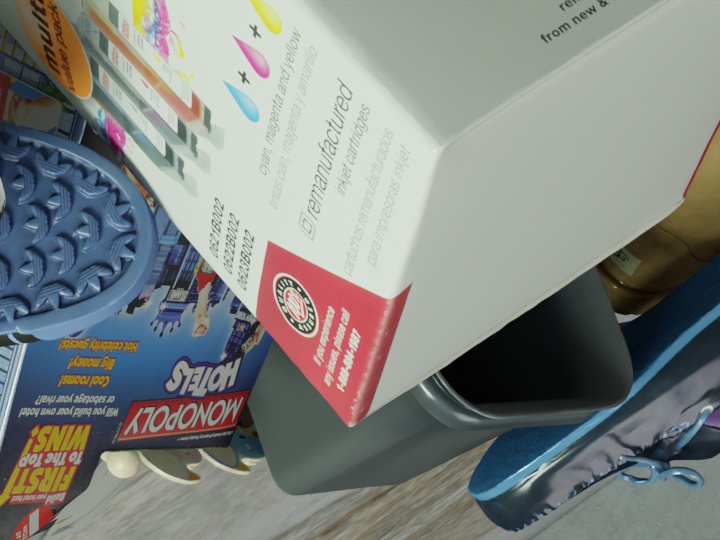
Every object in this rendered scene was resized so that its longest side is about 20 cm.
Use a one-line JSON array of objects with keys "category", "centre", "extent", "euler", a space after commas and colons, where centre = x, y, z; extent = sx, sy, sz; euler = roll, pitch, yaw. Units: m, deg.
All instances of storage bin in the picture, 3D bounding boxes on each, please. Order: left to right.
[{"category": "storage bin", "centre": [0.000, 0.000, 1.078], "extent": [0.145, 0.201, 0.134], "euler": [-2, 153, -45]}]

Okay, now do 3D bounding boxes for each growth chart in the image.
[{"category": "growth chart", "centre": [-0.096, 0.051, 1.114], "extent": [0.200, 0.144, 0.018], "euler": [-6, 120, -62]}]

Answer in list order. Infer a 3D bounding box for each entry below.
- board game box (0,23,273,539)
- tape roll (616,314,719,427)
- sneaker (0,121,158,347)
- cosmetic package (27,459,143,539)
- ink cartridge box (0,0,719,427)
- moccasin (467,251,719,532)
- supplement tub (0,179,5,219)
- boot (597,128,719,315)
[{"category": "board game box", "centre": [-0.100, 0.010, 0.919], "extent": [0.200, 0.062, 0.200], "euler": [7, 110, -63]}, {"category": "tape roll", "centre": [0.170, 0.044, 1.237], "extent": [0.199, 0.066, 0.200], "euler": [-14, -178, 1]}, {"category": "sneaker", "centre": [-0.152, -0.005, 0.770], "extent": [0.199, 0.070, 0.078], "euler": [0, 170, 11]}, {"category": "cosmetic package", "centre": [-0.169, 0.090, 1.220], "extent": [0.200, 0.052, 0.151], "euler": [-19, 153, -55]}, {"category": "ink cartridge box", "centre": [-0.003, -0.095, 0.710], "extent": [0.144, 0.200, 0.145], "euler": [-32, 159, -26]}, {"category": "moccasin", "centre": [0.141, 0.057, 1.098], "extent": [0.200, 0.068, 0.080], "euler": [-36, -164, -1]}, {"category": "supplement tub", "centre": [-0.205, -0.006, 0.660], "extent": [0.200, 0.123, 0.123], "euler": [-36, 166, -10]}, {"category": "boot", "centre": [0.201, -0.067, 1.148], "extent": [0.175, 0.066, 0.200], "euler": [-28, 161, -36]}]
